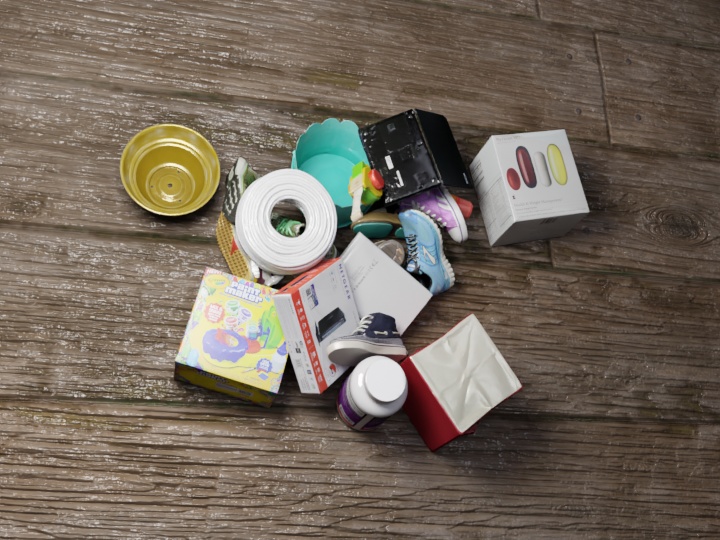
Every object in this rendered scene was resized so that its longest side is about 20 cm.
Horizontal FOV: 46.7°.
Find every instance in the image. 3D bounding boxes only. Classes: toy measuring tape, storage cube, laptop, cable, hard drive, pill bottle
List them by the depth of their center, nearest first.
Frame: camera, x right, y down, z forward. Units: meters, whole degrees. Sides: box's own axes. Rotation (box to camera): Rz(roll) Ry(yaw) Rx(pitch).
[{"bbox_3d":[0.024,0.231,1.581,0.110,0.200,0.115,5,68,-12],"label":"pill bottle"},{"bbox_3d":[-0.142,-0.095,1.606,0.197,0.069,0.203,-25,87,-16],"label":"cable"},{"bbox_3d":[0.011,-0.142,1.623,0.072,0.075,0.202,13,38,-9],"label":"toy measuring tape"},{"bbox_3d":[0.182,0.223,1.636,0.169,0.180,0.202,-30,78,-22],"label":"storage cube"},{"bbox_3d":[0.032,0.037,1.696,0.199,0.027,0.133,39,93,-13],"label":"hard drive"},{"bbox_3d":[0.116,-0.232,1.746,0.196,0.103,0.181,-20,75,1],"label":"laptop"}]

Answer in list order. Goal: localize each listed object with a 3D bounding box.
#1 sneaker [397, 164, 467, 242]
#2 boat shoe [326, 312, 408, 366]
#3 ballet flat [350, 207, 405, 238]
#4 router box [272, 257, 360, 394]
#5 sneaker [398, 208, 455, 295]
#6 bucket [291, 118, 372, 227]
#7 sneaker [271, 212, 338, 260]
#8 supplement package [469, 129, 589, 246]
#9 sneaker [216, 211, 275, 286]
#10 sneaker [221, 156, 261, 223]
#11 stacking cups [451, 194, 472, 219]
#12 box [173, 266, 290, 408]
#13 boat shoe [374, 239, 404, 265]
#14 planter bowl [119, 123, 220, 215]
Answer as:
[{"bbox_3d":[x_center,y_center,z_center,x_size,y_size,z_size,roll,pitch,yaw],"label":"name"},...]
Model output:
[{"bbox_3d":[0.142,-0.131,1.781,0.113,0.073,0.203,-30,83,-10],"label":"sneaker"},{"bbox_3d":[0.004,0.129,1.616,0.198,0.074,0.094,13,52,-45],"label":"boat shoe"},{"bbox_3d":[0.066,-0.103,1.796,0.196,0.069,0.064,6,58,-25],"label":"ballet flat"},{"bbox_3d":[-0.074,0.102,1.598,0.179,0.048,0.204,-37,116,-50],"label":"router box"},{"bbox_3d":[0.127,-0.034,1.738,0.089,0.078,0.203,-34,108,-29],"label":"sneaker"},{"bbox_3d":[-0.052,-0.198,1.761,0.202,0.135,0.212,5,68,-11],"label":"bucket"},{"bbox_3d":[-0.133,-0.080,1.706,0.197,0.089,0.078,24,62,8],"label":"sneaker"},{"bbox_3d":[0.372,-0.184,1.857,0.187,0.147,0.204,-8,72,-17],"label":"supplement package"},{"bbox_3d":[-0.227,-0.046,1.692,0.089,0.075,0.202,3,50,-37],"label":"sneaker"},{"bbox_3d":[-0.227,-0.158,1.706,0.087,0.077,0.202,24,33,-21],"label":"sneaker"},{"bbox_3d":[0.151,-0.158,1.841,0.196,0.061,0.062,19,66,-8],"label":"stacking cups"},{"bbox_3d":[-0.234,0.130,1.599,0.196,0.122,0.196,17,65,-7],"label":"box"},{"bbox_3d":[0.000,0.000,1.736,0.197,0.073,0.076,-26,104,-2],"label":"boat shoe"},{"bbox_3d":[-0.387,-0.189,1.701,0.196,0.084,0.205,5,68,-13],"label":"planter bowl"}]
